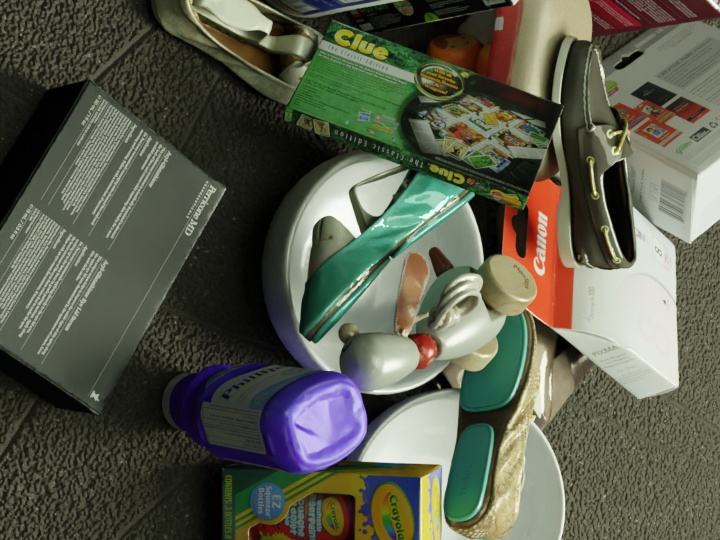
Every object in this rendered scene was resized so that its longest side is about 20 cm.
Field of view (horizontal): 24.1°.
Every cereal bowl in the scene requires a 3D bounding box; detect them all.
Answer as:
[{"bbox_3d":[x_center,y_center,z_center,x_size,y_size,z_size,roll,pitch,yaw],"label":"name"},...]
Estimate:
[{"bbox_3d":[0.000,0.000,1.380,0.199,0.083,0.201,-1,91,-37],"label":"cereal bowl"},{"bbox_3d":[0.068,0.200,1.429,0.199,0.083,0.201,2,84,-20],"label":"cereal bowl"}]

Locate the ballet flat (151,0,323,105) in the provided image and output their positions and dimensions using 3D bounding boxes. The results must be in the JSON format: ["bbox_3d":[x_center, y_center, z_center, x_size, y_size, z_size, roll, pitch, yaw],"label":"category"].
[{"bbox_3d":[-0.076,-0.180,1.343,0.199,0.062,0.068,21,77,-35],"label":"ballet flat"}]

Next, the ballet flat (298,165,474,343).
[{"bbox_3d":[0.004,-0.026,1.299,0.070,0.067,0.200,46,62,2],"label":"ballet flat"}]

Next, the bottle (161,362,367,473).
[{"bbox_3d":[-0.080,0.106,1.260,0.083,0.200,0.066,-24,105,-32],"label":"bottle"}]

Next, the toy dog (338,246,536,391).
[{"bbox_3d":[0.048,0.027,1.300,0.132,0.096,0.200,-48,158,16],"label":"toy dog"}]

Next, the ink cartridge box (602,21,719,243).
[{"bbox_3d":[0.305,-0.142,1.591,0.200,0.175,0.084,-35,141,-30],"label":"ink cartridge box"}]

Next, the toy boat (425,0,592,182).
[{"bbox_3d":[0.116,-0.177,1.426,0.130,0.130,0.201,7,93,-67],"label":"toy boat"}]

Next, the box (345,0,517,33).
[{"bbox_3d":[0.081,-0.250,1.372,0.035,0.200,0.110,51,63,-24],"label":"box"}]

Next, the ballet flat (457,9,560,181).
[{"bbox_3d":[0.144,-0.147,1.511,0.069,0.069,0.201,-35,106,-30],"label":"ballet flat"}]

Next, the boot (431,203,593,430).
[{"bbox_3d":[0.123,0.056,1.495,0.146,0.070,0.201,-30,100,-23],"label":"boot"}]

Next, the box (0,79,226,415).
[{"bbox_3d":[-0.211,-0.016,1.239,0.141,0.079,0.201,38,69,-27],"label":"box"}]

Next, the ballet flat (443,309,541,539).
[{"bbox_3d":[0.114,0.128,1.378,0.065,0.070,0.201,38,60,-41],"label":"ballet flat"}]

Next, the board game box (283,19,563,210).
[{"bbox_3d":[0.051,-0.123,1.318,0.199,0.024,0.105,21,56,5],"label":"board game box"}]

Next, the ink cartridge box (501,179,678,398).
[{"bbox_3d":[0.205,-0.003,1.475,0.200,0.057,0.163,41,42,-36],"label":"ink cartridge box"}]

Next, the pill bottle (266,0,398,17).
[{"bbox_3d":[0.005,-0.267,1.316,0.119,0.200,0.120,-1,91,-36],"label":"pill bottle"}]

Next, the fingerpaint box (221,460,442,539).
[{"bbox_3d":[-0.022,0.253,1.323,0.073,0.166,0.201,-5,95,-73],"label":"fingerpaint box"}]

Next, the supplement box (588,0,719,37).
[{"bbox_3d":[0.222,-0.262,1.474,0.109,0.200,0.061,32,73,-32],"label":"supplement box"}]

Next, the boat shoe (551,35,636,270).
[{"bbox_3d":[0.196,-0.096,1.390,0.072,0.060,0.202,-43,133,-52],"label":"boat shoe"}]
